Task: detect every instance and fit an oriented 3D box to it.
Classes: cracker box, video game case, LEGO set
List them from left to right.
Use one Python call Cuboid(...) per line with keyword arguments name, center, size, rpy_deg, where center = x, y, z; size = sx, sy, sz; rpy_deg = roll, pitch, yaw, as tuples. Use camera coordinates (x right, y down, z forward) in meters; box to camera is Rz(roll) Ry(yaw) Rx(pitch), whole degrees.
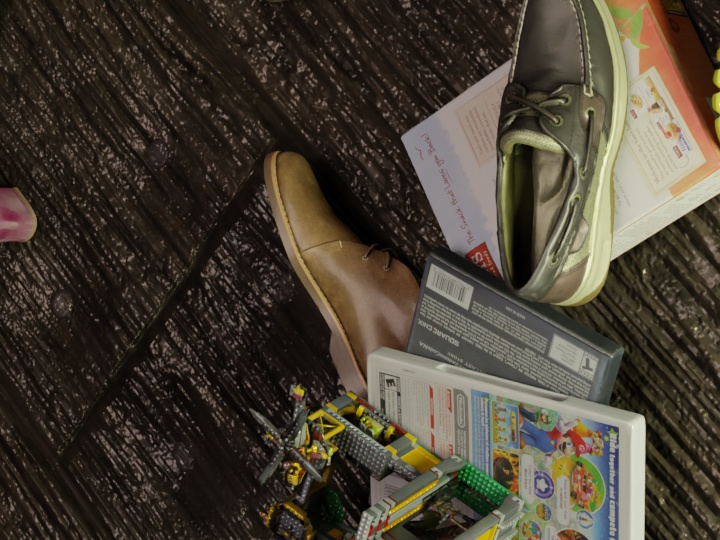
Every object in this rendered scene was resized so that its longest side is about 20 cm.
Cuboid(name="LEGO set", center=(0.000, 0.173, 1.506), size=(0.200, 0.116, 0.154), rpy_deg=(41, 129, 20))
Cuboid(name="video game case", center=(0.082, 0.102, 1.526), size=(0.143, 0.019, 0.201), rpy_deg=(30, 125, 27))
Cuboid(name="video game case", center=(0.089, 0.136, 1.510), size=(0.199, 0.018, 0.144), rpy_deg=(14, 116, 35))
Cuboid(name="cracker box", center=(0.135, -0.075, 1.501), size=(0.200, 0.058, 0.134), rpy_deg=(-33, 72, 32))

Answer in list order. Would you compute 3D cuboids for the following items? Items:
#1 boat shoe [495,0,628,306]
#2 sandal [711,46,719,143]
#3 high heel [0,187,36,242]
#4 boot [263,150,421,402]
Cuboid(name="boat shoe", center=(0.115, -0.078, 1.438), size=(0.072, 0.066, 0.202), rpy_deg=(2, 93, 37))
Cuboid(name="sandal", center=(0.266, -0.146, 1.391), size=(0.087, 0.079, 0.201), rpy_deg=(24, 106, 30))
Cuboid(name="high heel", center=(-0.338, -0.084, 1.833), size=(0.200, 0.096, 0.067), rpy_deg=(50, 118, 25))
Cuboid(name="boot", center=(0.000, 0.000, 1.607), size=(0.075, 0.074, 0.201), rpy_deg=(-30, 80, 18))
